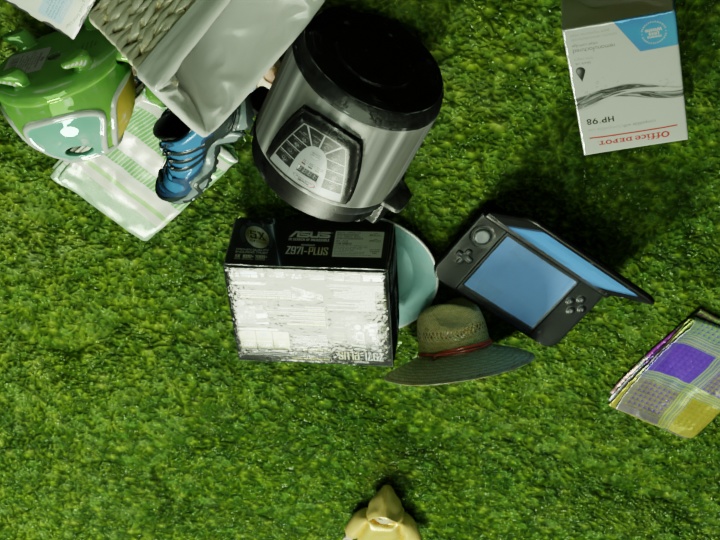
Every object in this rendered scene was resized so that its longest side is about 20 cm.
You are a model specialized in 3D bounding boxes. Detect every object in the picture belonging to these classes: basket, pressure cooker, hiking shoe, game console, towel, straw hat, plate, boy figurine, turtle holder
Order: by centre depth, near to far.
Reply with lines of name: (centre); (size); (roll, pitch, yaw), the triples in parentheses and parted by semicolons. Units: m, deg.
basket: (-0.147, -0.256, 1.243); (0.201, 0.123, 0.136); (-50, 157, -1)
pressure cooker: (-0.020, -0.151, 1.365); (0.176, 0.178, 0.201); (1, 140, -30)
turtle holder: (-0.297, -0.199, 1.395); (0.184, 0.141, 0.133); (-28, 128, -13)
hiking shoe: (-0.192, -0.145, 1.403); (0.086, 0.075, 0.200); (7, 145, -31)
game console: (0.212, 0.017, 1.520); (0.199, 0.117, 0.176); (32, 118, -20)
towel: (-0.255, -0.124, 1.521); (0.152, 0.024, 0.199); (36, 129, -25)
straw hat: (0.114, 0.080, 1.603); (0.198, 0.201, 0.087); (-8, 94, 15)
plate: (0.000, 0.000, 1.603); (0.197, 0.026, 0.202); (5, 134, 5)
towel: (0.431, 0.141, 1.673); (0.142, 0.023, 0.201); (25, 131, -14)
boy figurine: (0.037, 0.398, 1.940); (0.122, 0.065, 0.202); (12, 136, 0)

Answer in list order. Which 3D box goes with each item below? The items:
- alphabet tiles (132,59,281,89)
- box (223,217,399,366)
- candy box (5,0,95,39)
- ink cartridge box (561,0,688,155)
alphabet tiles: (-0.173, -0.246, 1.414); (0.198, 0.006, 0.167); (-23, 125, 27)
box: (-0.055, 0.027, 1.559); (0.196, 0.087, 0.165); (1, 133, 7)
candy box: (-0.329, -0.340, 1.238); (0.198, 0.169, 0.072); (28, 131, -17)
ink cartridge box: (0.281, -0.195, 1.353); (0.114, 0.067, 0.202); (-8, 131, 14)
